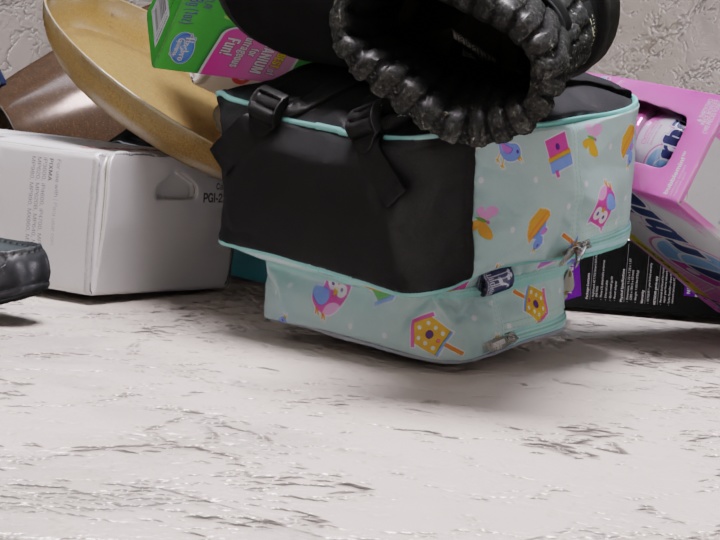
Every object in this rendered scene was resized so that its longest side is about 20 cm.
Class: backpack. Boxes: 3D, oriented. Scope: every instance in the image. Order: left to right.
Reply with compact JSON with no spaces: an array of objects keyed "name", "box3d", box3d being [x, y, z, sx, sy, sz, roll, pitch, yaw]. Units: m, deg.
[{"name":"backpack","box3d":[0.045,-0.039,1.048,0.175,0.155,0.199,10,24,43]}]

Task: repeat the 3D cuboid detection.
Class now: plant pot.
[{"name":"plant pot","box3d":[-0.183,-0.103,1.525,0.199,0.189,0.186,-17,17,-33]},{"name":"plant pot","box3d":[-0.106,-0.104,1.216,0.199,0.028,0.200,30,16,-10]}]

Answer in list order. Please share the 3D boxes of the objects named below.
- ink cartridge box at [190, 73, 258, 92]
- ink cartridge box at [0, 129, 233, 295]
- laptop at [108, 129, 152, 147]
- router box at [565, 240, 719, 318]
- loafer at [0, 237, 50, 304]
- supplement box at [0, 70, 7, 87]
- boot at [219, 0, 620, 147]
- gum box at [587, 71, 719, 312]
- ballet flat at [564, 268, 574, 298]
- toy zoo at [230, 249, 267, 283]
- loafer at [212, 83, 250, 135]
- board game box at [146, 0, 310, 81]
[{"name":"ink cartridge box","box3d":[0.011,-0.149,1.217,0.199,0.146,0.085,23,34,-32]},{"name":"ink cartridge box","box3d":[-0.191,-0.039,1.220,0.199,0.086,0.145,7,5,30]},{"name":"laptop","box3d":[-0.048,-0.043,1.367,0.186,0.117,0.200,15,25,15]},{"name":"router box","box3d":[0.203,-0.007,1.362,0.148,0.052,0.200,4,7,4]},{"name":"loafer","box3d":[-0.251,-0.019,1.050,0.199,0.071,0.068,7,7,21]},{"name":"supplement box","box3d":[-0.365,-0.131,1.332,0.199,0.135,0.200,-29,4,5]},{"name":"boot","box3d":[0.007,-0.117,0.923,0.209,0.080,0.158,7,20,20]},{"name":"gum box","box3d":[0.202,-0.035,1.151,0.200,0.066,0.113,35,-10,-38]},{"name":"ballet flat","box3d":[0.100,-0.012,1.234,0.074,0.075,0.200,4,26,-2]},{"name":"toy zoo","box3d":[0.000,0.000,1.304,0.130,0.021,0.199,0,8,-41]},{"name":"loafer","box3d":[0.002,-0.075,1.165,0.199,0.068,0.076,13,25,-45]},{"name":"board game box","box3d":[0.003,-0.157,1.083,0.198,0.041,0.153,5,-35,-21]}]
